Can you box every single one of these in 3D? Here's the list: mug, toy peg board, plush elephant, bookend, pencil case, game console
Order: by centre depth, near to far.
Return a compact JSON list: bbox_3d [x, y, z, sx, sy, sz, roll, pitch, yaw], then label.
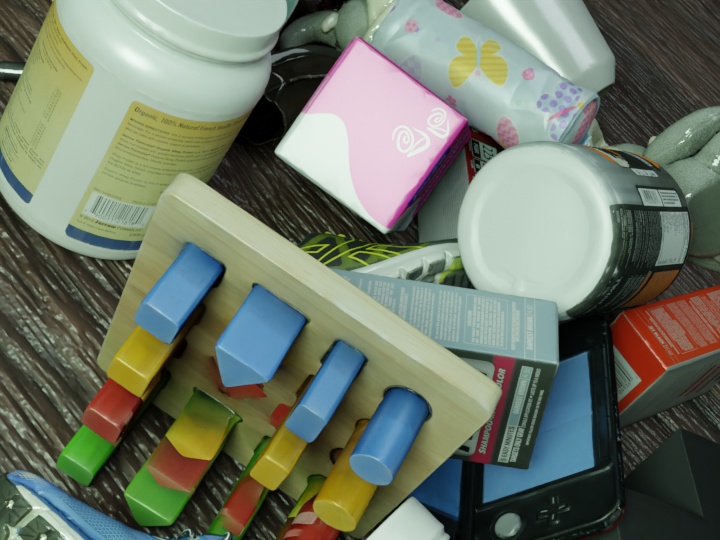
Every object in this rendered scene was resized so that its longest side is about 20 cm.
[{"bbox_3d":[-0.062,0.086,0.642,0.199,0.199,0.098,34,53,-2],"label":"toy peg board"},{"bbox_3d":[0.079,0.091,0.821,0.119,0.171,0.201,51,28,-29],"label":"game console"},{"bbox_3d":[0.213,0.198,0.834,0.199,0.092,0.200,23,38,-19],"label":"bookend"},{"bbox_3d":[0.103,-0.159,1.000,0.199,0.083,0.091,34,-6,16],"label":"pencil case"},{"bbox_3d":[0.276,-0.075,1.045,0.165,0.199,0.155,65,-7,-33],"label":"plush elephant"},{"bbox_3d":[-0.016,-0.257,1.105,0.198,0.165,0.156,3,80,5],"label":"plush elephant"},{"bbox_3d":[0.201,-0.238,1.265,0.186,0.149,0.154,-30,80,-45],"label":"mug"}]

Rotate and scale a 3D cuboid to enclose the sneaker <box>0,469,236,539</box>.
[{"bbox_3d":[-0.110,0.169,0.613,0.200,0.079,0.089,41,28,-10],"label":"sneaker"}]

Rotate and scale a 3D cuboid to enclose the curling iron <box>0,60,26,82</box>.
[{"bbox_3d":[-0.173,-0.145,0.875,0.198,0.050,0.026,3,62,-6],"label":"curling iron"}]

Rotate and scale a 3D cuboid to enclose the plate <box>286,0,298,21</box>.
[{"bbox_3d":[-0.128,-0.216,0.900,0.199,0.201,0.026,-6,50,-44],"label":"plate"}]

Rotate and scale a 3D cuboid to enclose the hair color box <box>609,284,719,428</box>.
[{"bbox_3d":[0.261,0.073,1.006,0.199,0.102,0.061,-8,56,-47],"label":"hair color box"}]

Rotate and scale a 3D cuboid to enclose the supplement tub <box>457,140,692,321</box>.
[{"bbox_3d":[0.165,-0.029,0.859,0.123,0.123,0.199,53,26,19],"label":"supplement tub"}]

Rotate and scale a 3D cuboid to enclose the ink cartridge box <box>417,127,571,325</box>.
[{"bbox_3d":[0.143,-0.040,1.041,0.175,0.084,0.201,24,38,-20],"label":"ink cartridge box"}]

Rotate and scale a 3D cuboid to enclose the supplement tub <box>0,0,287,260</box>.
[{"bbox_3d":[-0.146,-0.120,0.778,0.144,0.200,0.145,23,38,-20],"label":"supplement tub"}]

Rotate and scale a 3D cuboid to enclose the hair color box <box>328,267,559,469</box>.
[{"bbox_3d":[0.018,0.059,0.750,0.198,0.100,0.061,9,40,2],"label":"hair color box"}]

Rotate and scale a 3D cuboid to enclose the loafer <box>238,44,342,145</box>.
[{"bbox_3d":[-0.075,-0.134,0.975,0.199,0.073,0.072,-12,62,-36],"label":"loafer"}]

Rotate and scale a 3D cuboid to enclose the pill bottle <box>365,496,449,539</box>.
[{"bbox_3d":[0.066,0.229,0.649,0.200,0.120,0.119,46,36,11],"label":"pill bottle"}]

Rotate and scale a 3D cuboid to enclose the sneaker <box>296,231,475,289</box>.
[{"bbox_3d":[0.000,0.000,0.848,0.199,0.075,0.085,-13,48,-25],"label":"sneaker"}]

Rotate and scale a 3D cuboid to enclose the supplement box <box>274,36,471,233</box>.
[{"bbox_3d":[0.016,-0.097,0.904,0.103,0.101,0.200,37,6,4],"label":"supplement box"}]
